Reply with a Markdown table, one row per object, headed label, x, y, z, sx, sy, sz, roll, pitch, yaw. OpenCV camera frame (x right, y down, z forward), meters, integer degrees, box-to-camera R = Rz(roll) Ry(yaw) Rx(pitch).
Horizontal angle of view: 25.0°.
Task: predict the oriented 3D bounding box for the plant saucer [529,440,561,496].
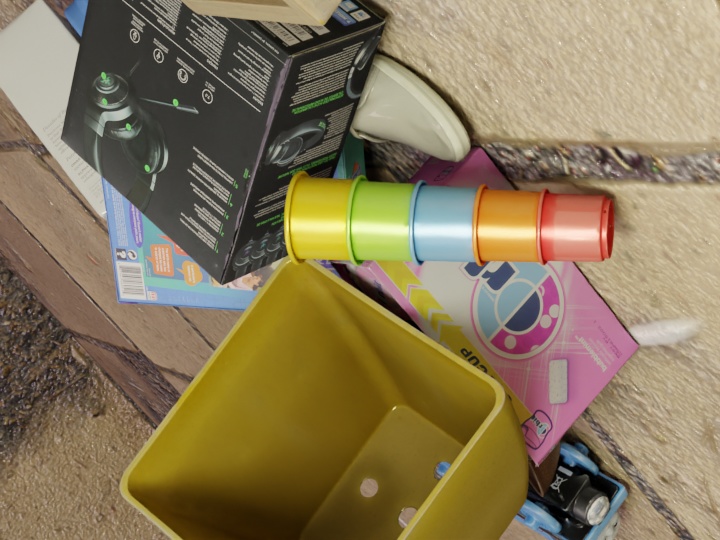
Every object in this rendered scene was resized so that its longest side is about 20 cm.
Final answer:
| label | x | y | z | sx | sy | sz | roll | pitch | yaw |
| --- | --- | --- | --- | --- | --- | --- | --- | --- | --- |
| plant saucer | 0.105 | 0.079 | 1.252 | 0.201 | 0.037 | 0.200 | 61 | 178 | 4 |

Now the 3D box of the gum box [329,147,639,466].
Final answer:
| label | x | y | z | sx | sy | sz | roll | pitch | yaw |
| --- | --- | --- | --- | --- | --- | --- | --- | --- | --- |
| gum box | 0.090 | 0.028 | 1.106 | 0.200 | 0.114 | 0.066 | 49 | 163 | -19 |

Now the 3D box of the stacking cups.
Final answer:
| label | x | y | z | sx | sy | sz | roll | pitch | yaw |
| --- | --- | --- | --- | --- | --- | --- | --- | --- | --- |
| stacking cups | 0.056 | -0.032 | 1.003 | 0.199 | 0.061 | 0.061 | 1 | 150 | 13 |

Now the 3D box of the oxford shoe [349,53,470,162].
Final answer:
| label | x | y | z | sx | sy | sz | roll | pitch | yaw |
| --- | --- | --- | --- | --- | --- | --- | --- | --- | --- |
| oxford shoe | -0.009 | -0.116 | 1.088 | 0.200 | 0.058 | 0.075 | 32 | 158 | 31 |

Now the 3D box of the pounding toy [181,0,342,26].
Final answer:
| label | x | y | z | sx | sy | sz | roll | pitch | yaw |
| --- | --- | --- | --- | --- | --- | --- | --- | --- | --- |
| pounding toy | -0.075 | -0.245 | 0.831 | 0.200 | 0.142 | 0.184 | 41 | 168 | -31 |

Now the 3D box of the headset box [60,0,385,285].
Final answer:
| label | x | y | z | sx | sy | sz | roll | pitch | yaw |
| --- | --- | --- | --- | --- | --- | --- | --- | --- | --- |
| headset box | -0.097 | -0.116 | 1.063 | 0.174 | 0.093 | 0.200 | 40 | 132 | 24 |

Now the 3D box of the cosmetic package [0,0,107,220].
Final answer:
| label | x | y | z | sx | sy | sz | roll | pitch | yaw |
| --- | --- | --- | --- | --- | --- | --- | --- | --- | --- |
| cosmetic package | -0.222 | -0.123 | 1.366 | 0.200 | 0.081 | 0.113 | 48 | -178 | 24 |

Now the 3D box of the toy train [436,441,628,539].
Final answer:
| label | x | y | z | sx | sy | sz | roll | pitch | yaw |
| --- | --- | --- | --- | --- | --- | --- | --- | --- | --- |
| toy train | 0.147 | 0.180 | 1.422 | 0.200 | 0.087 | 0.114 | 26 | 166 | 42 |

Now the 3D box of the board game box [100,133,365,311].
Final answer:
| label | x | y | z | sx | sy | sz | roll | pitch | yaw |
| --- | --- | --- | --- | --- | --- | --- | --- | --- | --- |
| board game box | -0.093 | -0.046 | 1.208 | 0.199 | 0.045 | 0.153 | 4 | 113 | 19 |

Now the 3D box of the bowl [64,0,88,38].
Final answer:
| label | x | y | z | sx | sy | sz | roll | pitch | yaw |
| --- | --- | --- | --- | --- | --- | --- | --- | --- | --- |
| bowl | -0.164 | -0.149 | 1.315 | 0.201 | 0.039 | 0.201 | 48 | 180 | 0 |

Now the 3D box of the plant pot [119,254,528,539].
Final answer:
| label | x | y | z | sx | sy | sz | roll | pitch | yaw |
| --- | --- | --- | --- | --- | --- | --- | --- | --- | --- |
| plant pot | -0.001 | 0.143 | 1.092 | 0.200 | 0.200 | 0.176 | 33 | 173 | 34 |
